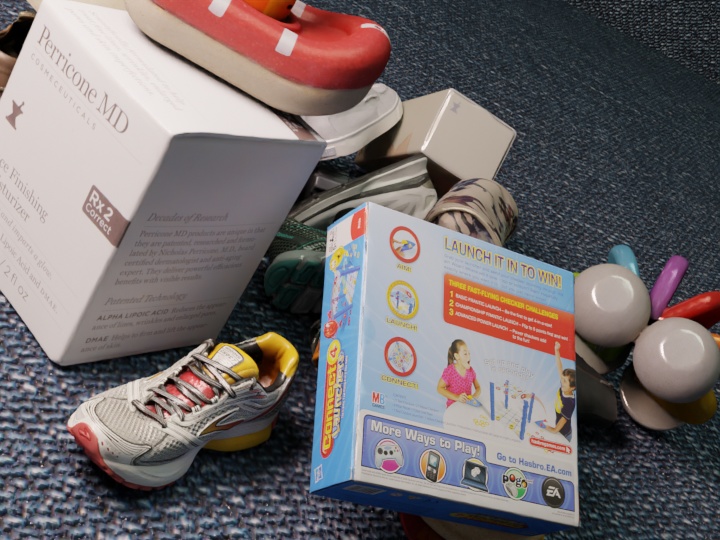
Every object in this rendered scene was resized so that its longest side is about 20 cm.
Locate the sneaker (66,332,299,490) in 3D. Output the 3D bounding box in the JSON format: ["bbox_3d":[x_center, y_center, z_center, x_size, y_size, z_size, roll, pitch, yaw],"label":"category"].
[{"bbox_3d":[-0.116,0.083,0.784,0.078,0.083,0.199,41,27,19],"label":"sneaker"}]

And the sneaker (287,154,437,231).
[{"bbox_3d":[0.005,-0.032,1.139,0.199,0.075,0.116,-24,95,-30],"label":"sneaker"}]

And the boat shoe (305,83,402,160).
[{"bbox_3d":[-0.012,-0.176,1.230,0.071,0.069,0.200,-2,22,29],"label":"boat shoe"}]

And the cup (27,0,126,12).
[{"bbox_3d":[-0.225,-0.268,1.129,0.200,0.143,0.200,46,2,-2],"label":"cup"}]

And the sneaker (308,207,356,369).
[{"bbox_3d":[-0.004,0.039,0.940,0.079,0.074,0.202,6,63,-26],"label":"sneaker"}]

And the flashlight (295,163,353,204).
[{"bbox_3d":[0.028,-0.061,1.239,0.198,0.068,0.068,17,33,-21],"label":"flashlight"}]

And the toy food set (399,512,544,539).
[{"bbox_3d":[0.088,0.123,0.895,0.199,0.049,0.200,19,62,-29],"label":"toy food set"}]

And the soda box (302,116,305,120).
[{"bbox_3d":[-0.120,-0.202,1.308,0.200,0.068,0.063,42,27,19],"label":"soda box"}]

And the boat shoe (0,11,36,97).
[{"bbox_3d":[-0.309,-0.206,1.091,0.074,0.075,0.203,26,26,-12],"label":"boat shoe"}]

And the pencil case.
[{"bbox_3d":[0.106,-0.035,1.106,0.200,0.077,0.090,-47,120,-72],"label":"pencil case"}]

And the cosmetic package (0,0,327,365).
[{"bbox_3d":[-0.165,-0.064,0.854,0.165,0.201,0.164,44,27,26],"label":"cosmetic package"}]

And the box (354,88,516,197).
[{"bbox_3d":[0.078,-0.136,1.286,0.094,0.078,0.200,30,-9,-18],"label":"box"}]

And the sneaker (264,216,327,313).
[{"bbox_3d":[0.000,0.000,1.066,0.199,0.078,0.092,19,35,-30],"label":"sneaker"}]

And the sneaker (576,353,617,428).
[{"bbox_3d":[0.171,0.079,1.150,0.106,0.075,0.201,20,33,-40],"label":"sneaker"}]

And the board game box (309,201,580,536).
[{"bbox_3d":[0.066,0.075,0.830,0.199,0.056,0.198,18,63,-29],"label":"board game box"}]

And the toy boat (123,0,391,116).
[{"bbox_3d":[-0.063,-0.204,0.835,0.199,0.131,0.131,28,23,-13],"label":"toy boat"}]

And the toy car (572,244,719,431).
[{"bbox_3d":[0.297,0.055,1.171,0.200,0.150,0.175,40,-13,17],"label":"toy car"}]
